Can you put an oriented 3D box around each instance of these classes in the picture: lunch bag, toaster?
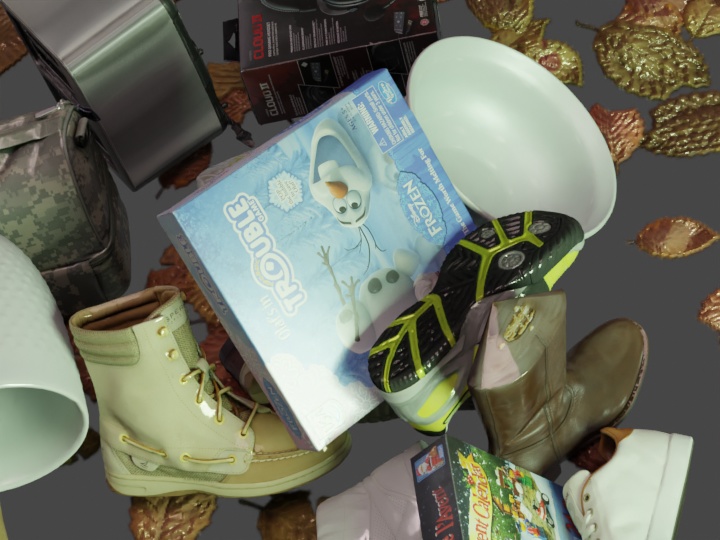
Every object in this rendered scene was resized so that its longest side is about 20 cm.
[{"bbox_3d":[-0.300,-0.051,1.479,0.198,0.168,0.140,-13,51,5],"label":"lunch bag"},{"bbox_3d":[-0.214,-0.187,1.556,0.118,0.181,0.200,-38,52,-11],"label":"toaster"}]

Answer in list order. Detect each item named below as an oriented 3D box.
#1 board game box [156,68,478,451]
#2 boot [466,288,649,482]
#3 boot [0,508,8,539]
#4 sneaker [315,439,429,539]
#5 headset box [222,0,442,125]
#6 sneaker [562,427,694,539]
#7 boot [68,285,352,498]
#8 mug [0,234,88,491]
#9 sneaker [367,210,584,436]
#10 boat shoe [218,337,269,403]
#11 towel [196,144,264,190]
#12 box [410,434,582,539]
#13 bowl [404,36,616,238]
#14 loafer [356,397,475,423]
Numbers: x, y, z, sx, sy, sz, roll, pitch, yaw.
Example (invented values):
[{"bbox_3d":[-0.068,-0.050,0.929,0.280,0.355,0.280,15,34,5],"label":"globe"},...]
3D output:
[{"bbox_3d":[-0.013,-0.009,1.273,0.198,0.201,0.043,-36,12,-20],"label":"board game box"},{"bbox_3d":[0.144,0.057,1.251,0.064,0.201,0.187,25,64,27],"label":"boot"},{"bbox_3d":[-0.222,0.225,1.270,0.198,0.177,0.066,11,19,25],"label":"boot"},{"bbox_3d":[0.034,0.231,1.244,0.115,0.074,0.201,-29,53,9],"label":"sneaker"},{"bbox_3d":[-0.028,-0.223,1.595,0.198,0.078,0.150,-9,52,7],"label":"headset box"},{"bbox_3d":[0.174,0.193,1.222,0.084,0.073,0.201,12,46,12],"label":"sneaker"},{"bbox_3d":[-0.114,0.088,1.326,0.198,0.157,0.073,-4,24,15],"label":"boot"},{"bbox_3d":[-0.308,0.076,1.380,0.146,0.201,0.176,-1,51,-28],"label":"mug"},{"bbox_3d":[0.087,0.034,1.264,0.200,0.077,0.075,-42,39,-18],"label":"sneaker"},{"bbox_3d":[-0.033,0.019,1.416,0.065,0.072,0.200,37,74,31],"label":"boat shoe"},{"bbox_3d":[-0.051,-0.065,1.457,0.170,0.049,0.200,-18,27,1],"label":"towel"},{"bbox_3d":[0.106,0.222,1.182,0.038,0.136,0.201,-37,44,31],"label":"box"},{"bbox_3d":[0.102,-0.082,1.417,0.199,0.090,0.203,19,47,-22],"label":"bowl"},{"bbox_3d":[0.036,0.070,1.359,0.198,0.076,0.069,0,51,4],"label":"loafer"}]
